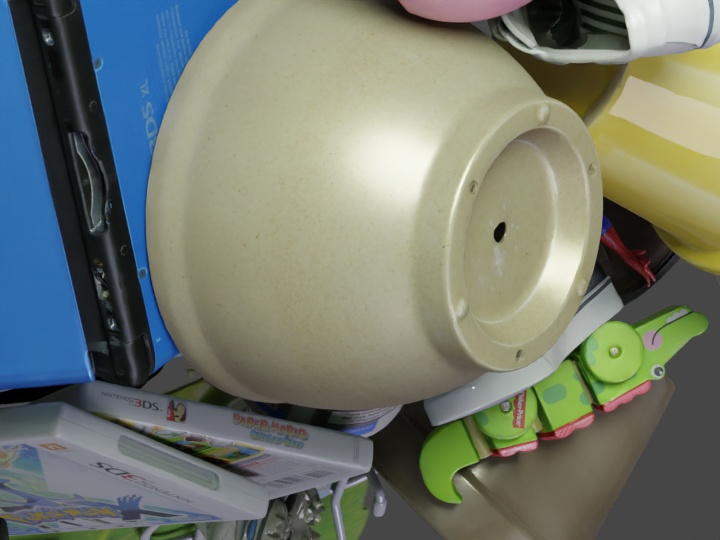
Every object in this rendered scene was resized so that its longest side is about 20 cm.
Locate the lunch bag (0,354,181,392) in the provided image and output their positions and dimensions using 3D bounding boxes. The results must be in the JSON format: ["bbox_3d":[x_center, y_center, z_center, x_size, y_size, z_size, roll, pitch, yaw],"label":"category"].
[{"bbox_3d":[-0.125,-0.019,1.016,0.200,0.083,0.161,-7,144,-37],"label":"lunch bag"}]

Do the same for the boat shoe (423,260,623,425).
[{"bbox_3d":[0.085,0.026,1.154,0.072,0.068,0.200,-24,-175,38],"label":"boat shoe"}]

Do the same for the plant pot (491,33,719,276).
[{"bbox_3d":[0.176,-0.101,1.042,0.189,0.201,0.201,12,136,-30],"label":"plant pot"}]

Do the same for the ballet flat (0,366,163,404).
[{"bbox_3d":[-0.192,0.055,1.119,0.200,0.046,0.067,-5,145,-37],"label":"ballet flat"}]

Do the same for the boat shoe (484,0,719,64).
[{"bbox_3d":[0.087,-0.131,0.923,0.067,0.074,0.200,-21,-164,-24],"label":"boat shoe"}]

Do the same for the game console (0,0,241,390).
[{"bbox_3d":[-0.138,-0.057,0.893,0.171,0.118,0.200,-38,130,-44],"label":"game console"}]

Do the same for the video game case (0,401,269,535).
[{"bbox_3d":[-0.182,0.114,1.128,0.200,0.022,0.182,-8,157,33],"label":"video game case"}]

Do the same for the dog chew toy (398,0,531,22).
[{"bbox_3d":[0.076,-0.196,0.849,0.200,0.125,0.125,-39,153,5],"label":"dog chew toy"}]

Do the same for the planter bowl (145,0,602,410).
[{"bbox_3d":[0.023,-0.026,0.903,0.200,0.135,0.201,-20,116,-49],"label":"planter bowl"}]

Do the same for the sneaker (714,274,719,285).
[{"bbox_3d":[0.243,-0.071,1.164,0.075,0.201,0.105,8,142,3],"label":"sneaker"}]

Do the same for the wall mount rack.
[{"bbox_3d":[-0.057,0.200,1.471,0.200,0.075,0.174,-17,152,-19],"label":"wall mount rack"}]

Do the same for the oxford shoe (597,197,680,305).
[{"bbox_3d":[0.130,-0.015,1.271,0.200,0.073,0.084,-29,143,-7],"label":"oxford shoe"}]

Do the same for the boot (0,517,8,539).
[{"bbox_3d":[-0.251,0.141,1.106,0.131,0.070,0.200,11,172,-20],"label":"boot"}]

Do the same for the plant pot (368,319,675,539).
[{"bbox_3d":[0.109,0.100,1.350,0.174,0.200,0.200,-46,152,2],"label":"plant pot"}]

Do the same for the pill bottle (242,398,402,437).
[{"bbox_3d":[0.000,0.000,1.125,0.114,0.114,0.200,-13,151,-27],"label":"pill bottle"}]

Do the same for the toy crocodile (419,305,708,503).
[{"bbox_3d":[0.122,0.076,1.242,0.200,0.062,0.068,-26,180,-10],"label":"toy crocodile"}]

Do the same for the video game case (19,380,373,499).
[{"bbox_3d":[-0.122,0.106,1.166,0.182,0.023,0.200,15,159,-31],"label":"video game case"}]

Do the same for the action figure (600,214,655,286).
[{"bbox_3d":[0.143,-0.030,1.163,0.065,0.099,0.200,-48,179,25],"label":"action figure"}]

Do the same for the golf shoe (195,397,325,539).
[{"bbox_3d":[-0.063,0.098,1.286,0.078,0.097,0.200,-11,123,-54],"label":"golf shoe"}]
